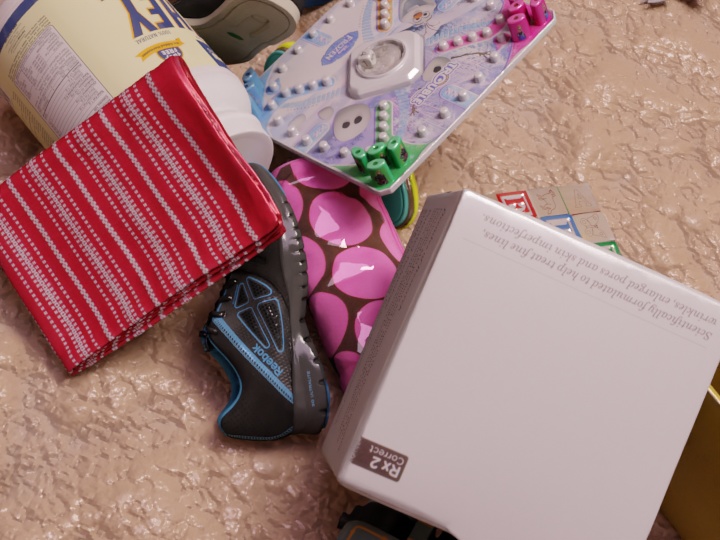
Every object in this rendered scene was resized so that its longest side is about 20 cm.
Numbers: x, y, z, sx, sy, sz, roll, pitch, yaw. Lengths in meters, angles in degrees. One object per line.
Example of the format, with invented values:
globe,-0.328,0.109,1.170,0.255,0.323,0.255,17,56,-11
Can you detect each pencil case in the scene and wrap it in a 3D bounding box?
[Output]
pencil case,0.000,0.000,1.006,0.093,0.091,0.201,-28,65,8

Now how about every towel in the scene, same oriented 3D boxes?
towel,-0.163,-0.036,0.918,0.145,0.199,0.022,57,15,3

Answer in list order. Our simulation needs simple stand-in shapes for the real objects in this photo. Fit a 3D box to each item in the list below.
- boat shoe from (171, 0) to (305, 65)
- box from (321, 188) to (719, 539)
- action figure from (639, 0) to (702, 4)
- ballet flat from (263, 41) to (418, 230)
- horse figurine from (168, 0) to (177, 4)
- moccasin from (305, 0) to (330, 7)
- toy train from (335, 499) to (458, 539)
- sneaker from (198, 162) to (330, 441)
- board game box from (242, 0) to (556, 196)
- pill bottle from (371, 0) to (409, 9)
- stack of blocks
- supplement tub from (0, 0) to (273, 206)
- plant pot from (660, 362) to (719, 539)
boat shoe,-0.103,-0.210,1.062,0.072,0.199,0.068,25,72,-31
box,0.103,0.076,0.872,0.198,0.131,0.201,24,89,-7
action figure,0.291,-0.343,1.337,0.130,0.069,0.200,-23,68,-34
ballet flat,-0.001,-0.117,1.104,0.067,0.067,0.200,-14,57,-48
horse figurine,-0.131,-0.249,1.114,0.199,0.133,0.050,12,59,-11
moccasin,-0.016,-0.298,1.217,0.068,0.080,0.200,49,43,3
toy train,0.003,0.234,0.852,0.113,0.085,0.200,25,52,14
sneaker,-0.077,0.022,0.950,0.081,0.073,0.201,-9,79,-10
board game box,0.016,-0.164,1.029,0.200,0.026,0.200,-46,46,-16
pill bottle,0.079,-0.249,1.181,0.114,0.114,0.200,30,54,6
stack of blocks,0.155,0.033,1.043,0.114,0.059,0.201,-7,58,-20
supplement tub,-0.173,-0.127,1.006,0.145,0.145,0.200,-31,69,-31
plant pot,0.328,0.150,0.939,0.199,0.177,0.200,-24,66,-28
